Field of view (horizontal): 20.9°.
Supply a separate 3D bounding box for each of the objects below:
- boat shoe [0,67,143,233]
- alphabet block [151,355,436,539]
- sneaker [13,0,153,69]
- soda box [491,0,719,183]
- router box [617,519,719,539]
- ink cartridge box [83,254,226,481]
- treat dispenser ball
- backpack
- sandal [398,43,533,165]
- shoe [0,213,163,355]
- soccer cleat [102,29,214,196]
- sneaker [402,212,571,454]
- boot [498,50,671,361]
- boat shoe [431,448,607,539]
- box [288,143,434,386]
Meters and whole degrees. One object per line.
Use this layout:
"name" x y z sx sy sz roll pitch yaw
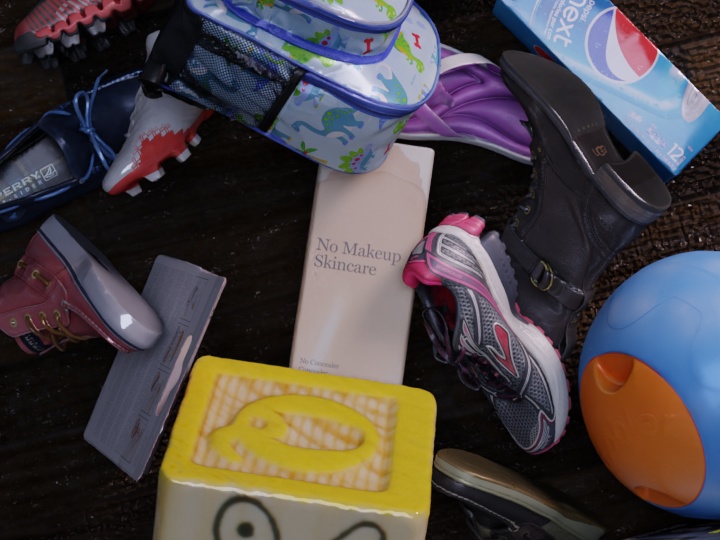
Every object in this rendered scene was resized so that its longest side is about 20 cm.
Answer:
"boat shoe" -0.229 -0.089 1.541 0.200 0.069 0.084 -41 88 -6
"alphabet block" -0.052 0.203 1.432 0.193 0.197 0.202 9 113 -2
"sneaker" -0.200 -0.241 1.551 0.200 0.071 0.098 -34 88 -5
"soda box" 0.197 -0.163 1.551 0.064 0.068 0.200 -45 88 -3
"router box" 0.246 0.220 1.395 0.149 0.199 0.063 -9 87 38
"ink cartridge box" -0.142 0.076 1.468 0.050 0.200 0.162 24 86 -22
"treat dispenser ball" 0.264 0.086 1.471 0.199 0.201 0.203 0 86 -1
"backpack" -0.036 -0.178 1.450 0.199 0.184 0.147 29 129 -11
"sandal" 0.079 -0.140 1.558 0.201 0.050 0.083 13 86 1
"shoe" -0.221 0.035 1.487 0.091 0.200 0.071 -50 126 1
"soccer cleat" -0.149 -0.139 1.517 0.085 0.069 0.200 46 60 -11
"sneaker" 0.093 0.058 1.508 0.075 0.080 0.201 -40 108 -36
"boot" 0.135 -0.051 1.516 0.201 0.069 0.174 54 128 22
"boat shoe" 0.116 0.190 1.482 0.072 0.200 0.066 32 94 42
"box" 0.000 0.000 1.534 0.094 0.078 0.202 7 87 0
